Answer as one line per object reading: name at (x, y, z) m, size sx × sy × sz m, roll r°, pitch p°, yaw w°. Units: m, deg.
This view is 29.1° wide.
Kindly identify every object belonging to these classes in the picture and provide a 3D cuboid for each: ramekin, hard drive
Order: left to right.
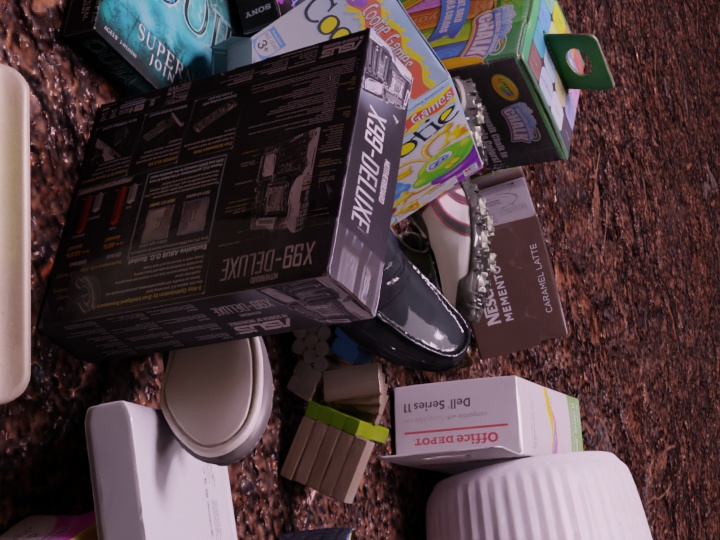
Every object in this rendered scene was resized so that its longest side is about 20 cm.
hard drive at (-0.104, 0.147, 0.780) m, size 0.200 × 0.026 × 0.133 m, roll 52°, pitch 28°, yaw -78°
ramekin at (0.147, 0.221, 1.169) m, size 0.200 × 0.199 × 0.106 m, roll 24°, pitch 53°, yaw -60°

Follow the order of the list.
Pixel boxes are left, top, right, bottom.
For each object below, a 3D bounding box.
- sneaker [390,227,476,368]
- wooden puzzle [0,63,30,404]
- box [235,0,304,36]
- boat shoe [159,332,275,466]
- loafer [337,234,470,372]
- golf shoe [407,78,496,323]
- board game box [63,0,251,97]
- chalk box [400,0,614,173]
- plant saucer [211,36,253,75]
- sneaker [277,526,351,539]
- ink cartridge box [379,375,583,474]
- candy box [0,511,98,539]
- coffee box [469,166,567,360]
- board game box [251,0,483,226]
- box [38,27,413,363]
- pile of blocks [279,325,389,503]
sneaker at (0.045, 0.013, 1.148) m, size 0.200 × 0.067 × 0.090 m, roll 34°, pitch 59°, yaw -53°
wooden puzzle at (-0.224, -0.033, 0.658) m, size 0.200 × 0.037 × 0.186 m, roll 15°, pitch 70°, yaw -62°
box at (-0.063, -0.259, 1.008) m, size 0.143 × 0.036 × 0.201 m, roll 0°, pitch 73°, yaw -66°
boat shoe at (-0.083, 0.053, 0.796) m, size 0.057 × 0.067 × 0.200 m, roll 56°, pitch 0°, yaw -35°
loafer at (0.000, 0.000, 0.947) m, size 0.200 × 0.070 × 0.068 m, roll 37°, pitch 48°, yaw -15°
golf shoe at (0.061, -0.051, 1.099) m, size 0.077 × 0.087 × 0.201 m, roll 62°, pitch 22°, yaw -67°
board game box at (-0.114, -0.157, 0.919) m, size 0.200 × 0.028 × 0.136 m, roll 44°, pitch 46°, yaw -52°
chalk box at (0.117, -0.171, 1.194) m, size 0.125 × 0.199 × 0.124 m, roll 58°, pitch 35°, yaw -41°
plant saucer at (-0.084, -0.047, 0.886) m, size 0.070 × 0.019 × 0.202 m, roll -149°, pitch -120°, yaw -71°
sneaker at (-0.035, 0.213, 0.892) m, size 0.200 × 0.065 × 0.079 m, roll 40°, pitch 46°, yaw -81°
ink cartridge box at (0.104, 0.133, 1.182) m, size 0.200 × 0.116 × 0.068 m, roll 24°, pitch 61°, yaw -61°
candy box at (-0.159, 0.239, 0.691) m, size 0.136 × 0.061 × 0.201 m, roll -32°, pitch 111°, yaw -62°
coffee box at (0.124, -0.019, 1.234) m, size 0.200 × 0.079 × 0.115 m, roll -86°, pitch 159°, yaw -71°
board game box at (0.008, -0.114, 0.979) m, size 0.105 × 0.103 × 0.200 m, roll 58°, pitch 3°, yaw 16°
box at (-0.075, -0.039, 0.776) m, size 0.050 × 0.199 × 0.159 m, roll 43°, pitch 45°, yaw -45°
pile of blocks at (-0.008, 0.071, 1.013) m, size 0.062 × 0.082 × 0.201 m, roll 25°, pitch 61°, yaw -59°
